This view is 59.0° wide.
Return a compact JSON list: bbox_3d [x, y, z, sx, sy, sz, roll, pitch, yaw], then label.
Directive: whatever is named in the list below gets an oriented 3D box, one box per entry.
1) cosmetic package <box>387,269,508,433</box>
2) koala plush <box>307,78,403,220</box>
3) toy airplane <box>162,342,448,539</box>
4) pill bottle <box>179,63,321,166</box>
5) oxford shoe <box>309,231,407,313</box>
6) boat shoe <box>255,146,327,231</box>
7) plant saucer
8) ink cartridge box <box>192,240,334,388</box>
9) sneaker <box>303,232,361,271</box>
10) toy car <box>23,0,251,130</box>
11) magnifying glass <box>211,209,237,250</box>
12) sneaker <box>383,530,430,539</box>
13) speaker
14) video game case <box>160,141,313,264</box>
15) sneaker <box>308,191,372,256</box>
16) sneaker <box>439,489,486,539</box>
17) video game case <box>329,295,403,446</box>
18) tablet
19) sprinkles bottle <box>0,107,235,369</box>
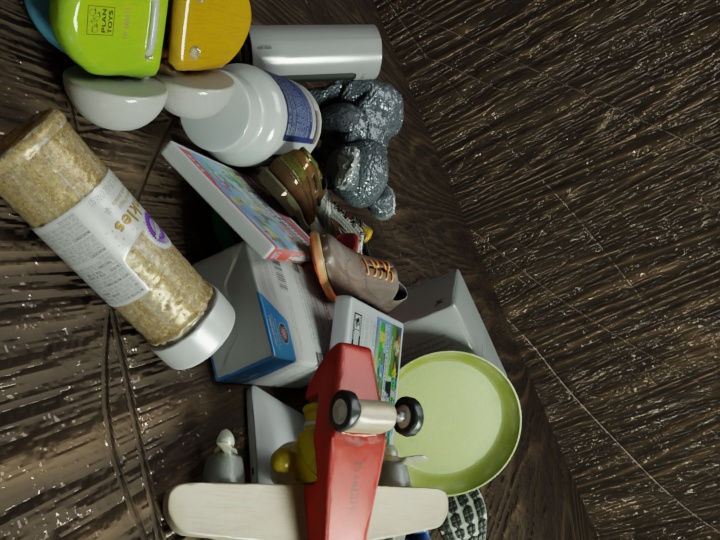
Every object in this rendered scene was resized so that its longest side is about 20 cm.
[{"bbox_3d":[0.109,0.137,0.947,0.201,0.166,0.166,64,17,-11],"label":"cosmetic package"},{"bbox_3d":[-0.006,-0.188,1.016,0.177,0.182,0.202,42,34,-53],"label":"koala plush"},{"bbox_3d":[-0.031,0.186,0.515,0.199,0.141,0.201,-40,111,-27],"label":"toy airplane"},{"bbox_3d":[-0.125,-0.178,0.743,0.112,0.110,0.200,66,17,-2],"label":"pill bottle"},{"bbox_3d":[0.000,0.000,0.714,0.200,0.072,0.072,44,31,-65],"label":"oxford shoe"},{"bbox_3d":[-0.071,-0.100,0.796,0.072,0.068,0.200,47,-1,1],"label":"boat shoe"},{"bbox_3d":[0.112,0.199,0.844,0.201,0.199,0.031,63,1,-11],"label":"plant saucer"},{"bbox_3d":[-0.078,0.055,0.655,0.200,0.067,0.117,29,41,-64],"label":"ink cartridge box"},{"bbox_3d":[-0.027,0.046,0.848,0.201,0.078,0.116,-71,145,-49],"label":"sneaker"},{"bbox_3d":[-0.195,-0.229,0.552,0.149,0.176,0.200,29,31,19],"label":"toy car"},{"bbox_3d":[-0.112,-0.039,0.758,0.080,0.022,0.200,70,16,10],"label":"magnifying glass"},{"bbox_3d":[0.011,0.280,0.586,0.200,0.085,0.078,-21,90,-67],"label":"sneaker"},{"bbox_3d":[-0.070,-0.319,0.935,0.081,0.198,0.082,172,-90,-71],"label":"speaker"},{"bbox_3d":[-0.110,-0.062,0.667,0.143,0.017,0.200,45,7,9],"label":"video game case"},{"bbox_3d":[-0.025,-0.062,0.948,0.201,0.082,0.078,62,18,-10],"label":"sneaker"},{"bbox_3d":[0.151,0.338,0.990,0.089,0.076,0.202,53,22,-61],"label":"sneaker"},{"bbox_3d":[0.003,0.143,0.693,0.182,0.022,0.202,33,61,-65],"label":"video game case"},{"bbox_3d":[-0.050,0.205,0.639,0.200,0.014,0.131,45,27,-49],"label":"tablet"},{"bbox_3d":[-0.174,-0.015,0.457,0.201,0.068,0.069,55,20,-32],"label":"sprinkles bottle"}]
